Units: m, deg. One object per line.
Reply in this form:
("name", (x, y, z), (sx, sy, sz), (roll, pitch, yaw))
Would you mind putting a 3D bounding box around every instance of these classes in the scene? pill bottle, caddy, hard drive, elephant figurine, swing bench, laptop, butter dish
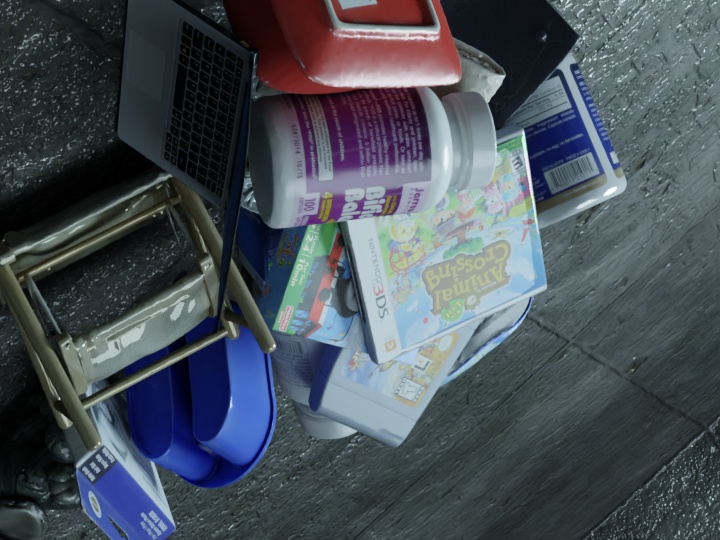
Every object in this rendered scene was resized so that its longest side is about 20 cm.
("pill bottle", (-0.044, 0.081, 1.698), (0.114, 0.114, 0.202), (-28, 130, -19))
("caddy", (-0.160, 0.120, 1.595), (0.140, 0.202, 0.105), (-20, 153, 25))
("hard drive", (0.102, -0.196, 1.504), (0.200, 0.135, 0.042), (-44, 173, 12))
("elephant figurine", (-0.366, 0.212, 1.577), (0.198, 0.156, 0.142), (-27, -163, 0))
("swing bench", (-0.213, 0.020, 1.405), (0.197, 0.202, 0.129), (-27, -166, -19))
("pill bottle", (0.010, -0.101, 1.321), (0.197, 0.113, 0.113), (-7, 145, -14))
("pill bottle", (0.181, -0.152, 1.570), (0.115, 0.202, 0.116), (-22, 179, 0))
("laptop", (-0.146, -0.093, 1.232), (0.116, 0.199, 0.188), (-45, 162, -37))
("butter dish", (-0.043, -0.216, 1.261), (0.198, 0.202, 0.147), (-7, 164, -47))

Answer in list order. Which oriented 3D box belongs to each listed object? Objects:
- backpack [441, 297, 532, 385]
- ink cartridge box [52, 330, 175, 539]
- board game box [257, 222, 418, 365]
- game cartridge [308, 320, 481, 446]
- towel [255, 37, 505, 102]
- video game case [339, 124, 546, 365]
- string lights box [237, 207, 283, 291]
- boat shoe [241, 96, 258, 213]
("backpack", (0.080, 0.030, 1.785), (0.199, 0.184, 0.147), (-31, 176, -22))
("ink cartridge box", (-0.244, 0.188, 1.546), (0.040, 0.201, 0.200), (-25, 144, 1))
("board game box", (0.000, 0.000, 1.508), (0.199, 0.036, 0.153), (16, 94, -45))
("game cartridge", (0.036, 0.081, 1.634), (0.132, 0.042, 0.201), (24, 104, -33))
("towel", (0.014, -0.172, 1.389), (0.133, 0.198, 0.035), (-57, -170, 36))
("video game case", (0.082, -0.024, 1.498), (0.198, 0.022, 0.184), (-23, 122, -17))
("string lights box", (-0.069, -0.071, 1.556), (0.102, 0.059, 0.201), (-29, 152, -19))
("boat shoe", (-0.107, -0.115, 1.373), (0.074, 0.065, 0.203), (-39, 136, -11))
